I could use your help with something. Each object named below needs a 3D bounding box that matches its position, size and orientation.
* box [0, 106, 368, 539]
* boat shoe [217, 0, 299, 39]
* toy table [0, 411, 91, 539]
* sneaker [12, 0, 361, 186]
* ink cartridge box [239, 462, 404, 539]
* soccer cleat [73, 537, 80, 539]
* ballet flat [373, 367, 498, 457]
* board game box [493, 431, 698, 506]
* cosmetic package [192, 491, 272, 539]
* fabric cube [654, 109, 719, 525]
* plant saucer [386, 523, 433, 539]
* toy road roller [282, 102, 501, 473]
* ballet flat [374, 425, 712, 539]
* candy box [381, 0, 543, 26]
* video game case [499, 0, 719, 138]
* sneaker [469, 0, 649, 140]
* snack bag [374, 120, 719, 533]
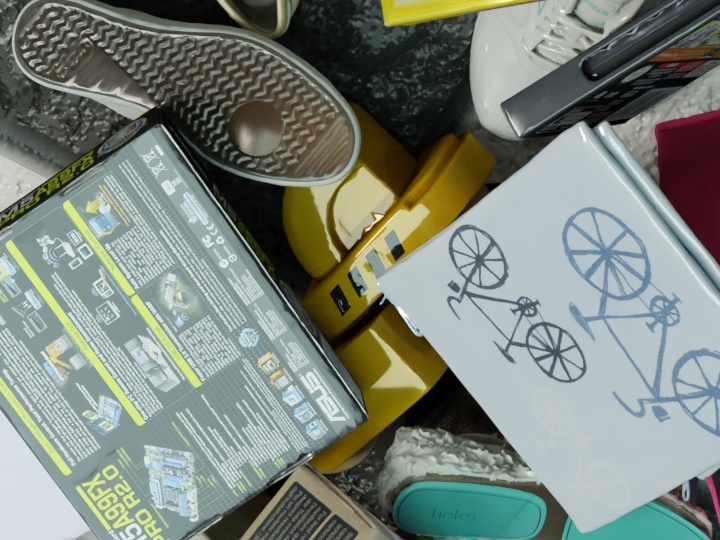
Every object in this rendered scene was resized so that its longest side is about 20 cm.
[{"bbox_3d":[-0.115,0.039,1.478,0.160,0.044,0.200,-34,106,6],"label":"box"},{"bbox_3d":[-0.087,-0.214,1.468,0.073,0.063,0.200,-28,115,19],"label":"boat shoe"},{"bbox_3d":[-0.190,0.079,1.565,0.199,0.117,0.185,-7,106,-4],"label":"toy table"},{"bbox_3d":[-0.084,-0.102,1.511,0.199,0.085,0.073,24,97,12],"label":"sneaker"},{"bbox_3d":[-0.013,0.224,1.521,0.165,0.075,0.200,-51,137,-3],"label":"ink cartridge box"},{"bbox_3d":[-0.229,0.138,1.689,0.076,0.067,0.201,-16,121,18],"label":"soccer cleat"},{"bbox_3d":[0.076,0.069,1.599,0.046,0.068,0.200,22,146,-25],"label":"ballet flat"},{"bbox_3d":[0.134,0.142,1.636,0.135,0.035,0.201,27,130,38],"label":"board game box"},{"bbox_3d":[-0.066,0.198,1.690,0.071,0.105,0.200,-34,115,20],"label":"cosmetic package"},{"bbox_3d":[0.274,0.030,1.512,0.195,0.200,0.201,-13,119,10],"label":"fabric cube"},{"bbox_3d":[0.019,0.265,1.645,0.200,0.048,0.200,-47,112,-7],"label":"plant saucer"},{"bbox_3d":[0.000,0.000,1.562,0.146,0.123,0.200,43,111,-6],"label":"toy road roller"},{"bbox_3d":[0.104,0.122,1.541,0.199,0.072,0.072,14,121,-13],"label":"ballet flat"},{"bbox_3d":[0.094,-0.190,1.434,0.199,0.026,0.103,-8,95,31],"label":"candy box"},{"bbox_3d":[0.178,-0.127,1.434,0.180,0.200,0.026,-31,84,20],"label":"video game case"},{"bbox_3d":[0.115,-0.146,1.488,0.070,0.080,0.201,23,121,-12],"label":"sneaker"},{"bbox_3d":[0.119,0.036,1.426,0.189,0.021,0.200,50,139,-2],"label":"snack bag"}]
